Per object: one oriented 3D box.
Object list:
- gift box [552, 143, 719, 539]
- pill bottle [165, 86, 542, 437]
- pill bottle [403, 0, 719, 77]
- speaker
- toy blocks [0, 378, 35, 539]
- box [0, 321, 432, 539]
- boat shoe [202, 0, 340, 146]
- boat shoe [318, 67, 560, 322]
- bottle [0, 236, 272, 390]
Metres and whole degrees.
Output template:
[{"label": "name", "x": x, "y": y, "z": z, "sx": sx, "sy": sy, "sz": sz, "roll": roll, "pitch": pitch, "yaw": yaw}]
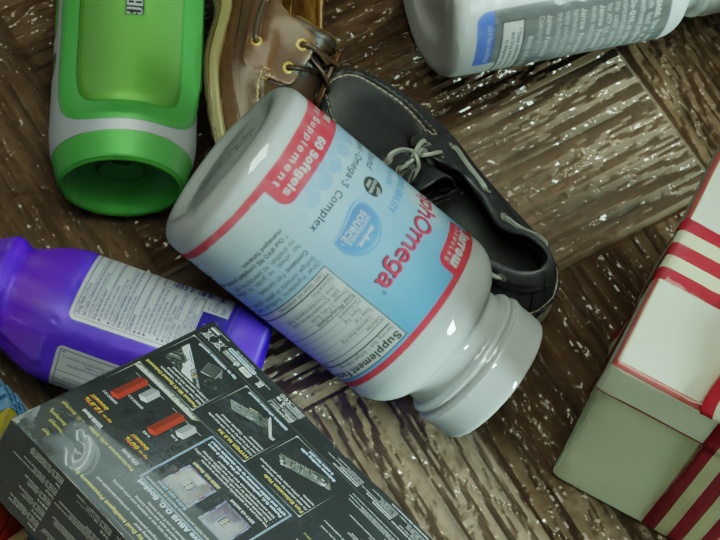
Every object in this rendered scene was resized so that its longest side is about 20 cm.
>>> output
[{"label": "gift box", "x": 0.238, "y": 0.052, "z": 1.251, "sx": 0.200, "sy": 0.187, "sz": 0.185, "roll": 23, "pitch": 63, "yaw": 4}, {"label": "pill bottle", "x": 0.000, "y": 0.000, "z": 1.259, "sx": 0.200, "sy": 0.109, "sz": 0.109, "roll": 38, "pitch": 62, "yaw": -14}, {"label": "pill bottle", "x": 0.132, "y": -0.189, "z": 1.394, "sx": 0.199, "sy": 0.114, "sz": 0.114, "roll": -11, "pitch": 66, "yaw": -15}, {"label": "speaker", "x": -0.136, "y": -0.136, "z": 1.341, "sx": 0.088, "sy": 0.089, "sz": 0.201, "roll": 3, "pitch": 64, "yaw": -8}, {"label": "toy blocks", "x": -0.211, "y": 0.115, "z": 1.165, "sx": 0.137, "sy": 0.100, "sz": 0.200, "roll": -35, "pitch": 45, "yaw": 0}, {"label": "box", "x": -0.062, "y": 0.128, "z": 1.119, "sx": 0.200, "sy": 0.050, "sz": 0.158, "roll": 43, "pitch": 36, "yaw": 15}, {"label": "boat shoe", "x": -0.049, "y": -0.125, "z": 1.342, "sx": 0.067, "sy": 0.072, "sz": 0.201, "roll": -11, "pitch": 66, "yaw": 21}, {"label": "boat shoe", "x": 0.045, "y": -0.054, "z": 1.340, "sx": 0.073, "sy": 0.063, "sz": 0.200, "roll": -35, "pitch": 73, "yaw": -20}, {"label": "bottle", "x": -0.152, "y": 0.029, "z": 1.261, "sx": 0.199, "sy": 0.065, "sz": 0.084, "roll": 19, "pitch": 29, "yaw": 0}]
